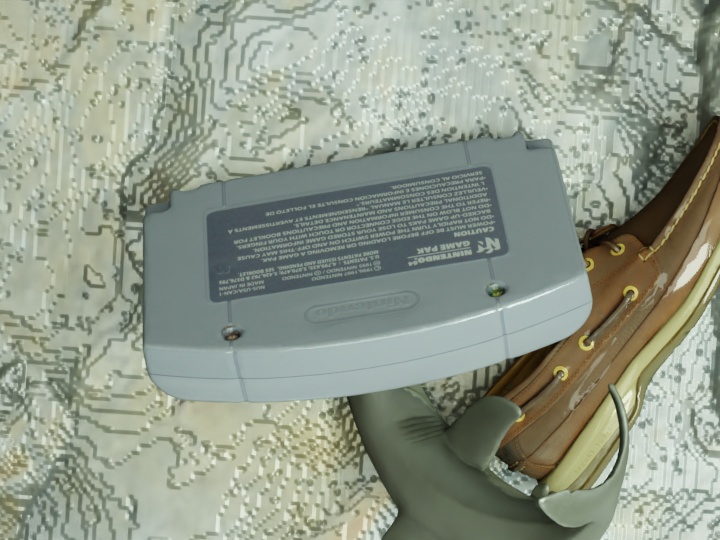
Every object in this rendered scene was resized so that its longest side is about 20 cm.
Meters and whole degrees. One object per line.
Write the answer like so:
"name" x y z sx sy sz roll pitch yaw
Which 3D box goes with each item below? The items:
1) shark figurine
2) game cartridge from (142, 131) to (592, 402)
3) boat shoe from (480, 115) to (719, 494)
"shark figurine" 0.049 0.112 0.908 0.089 0.214 0.128 -27 111 -25
"game cartridge" 0.000 0.000 0.931 0.199 0.133 0.041 -9 126 2
"boat shoe" 0.121 0.011 0.955 0.067 0.072 0.200 31 95 -2
